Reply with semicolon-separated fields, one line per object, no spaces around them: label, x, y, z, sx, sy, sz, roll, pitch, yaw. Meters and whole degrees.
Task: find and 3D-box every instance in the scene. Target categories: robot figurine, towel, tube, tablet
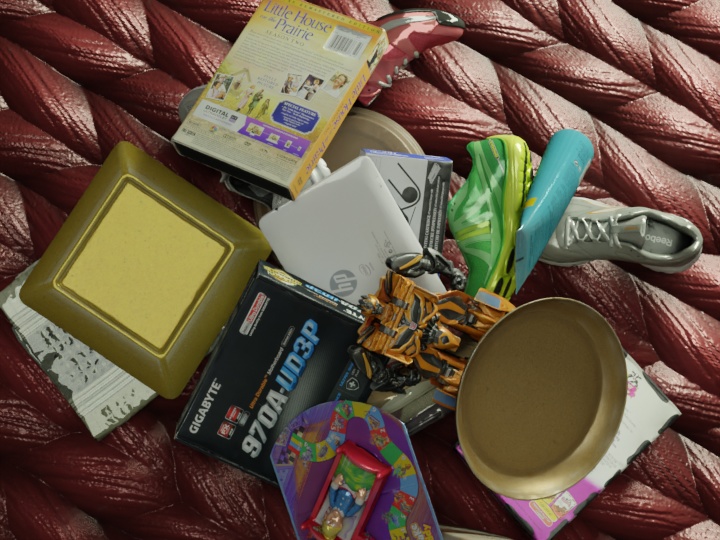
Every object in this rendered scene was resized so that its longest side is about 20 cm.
robot figurine;0.083;0.065;1.331;0.198;0.058;0.147;23;90;-31
towel;-0.256;0.045;1.444;0.199;0.035;0.193;-36;88;-7
tube;0.189;-0.068;1.396;0.050;0.078;0.201;8;41;22
tablet;0.000;0.000;1.374;0.129;0.014;0.201;-30;108;2

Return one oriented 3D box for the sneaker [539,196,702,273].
sneaker;0.260;-0.042;1.426;0.197;0.092;0.077;3;84;5

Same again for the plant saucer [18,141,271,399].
plant saucer;-0.220;-0.003;1.410;0.199;0.048;0.201;33;83;0

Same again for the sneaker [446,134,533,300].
sneaker;0.127;-0.040;1.423;0.083;0.074;0.203;8;84;24

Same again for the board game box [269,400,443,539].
board game box;-0.012;0.228;1.328;0.156;0.039;0.203;-18;91;27

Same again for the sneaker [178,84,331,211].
sneaker;-0.123;-0.124;1.407;0.199;0.075;0.082;34;53;28

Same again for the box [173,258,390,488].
box;-0.074;0.111;1.377;0.158;0.046;0.202;26;108;-10

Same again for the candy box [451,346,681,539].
candy box;0.211;0.166;1.420;0.200;0.061;0.137;-42;86;-5

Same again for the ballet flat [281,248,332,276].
ballet flat;-0.081;0.050;1.423;0.069;0.069;0.201;33;102;3

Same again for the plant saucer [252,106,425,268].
plant saucer;-0.016;-0.077;1.460;0.197;0.029;0.203;0;85;-1

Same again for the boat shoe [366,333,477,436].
boat shoe;0.098;0.115;1.424;0.198;0.072;0.066;-26;109;-16

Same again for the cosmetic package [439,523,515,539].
cosmetic package;0.120;0.300;1.324;0.102;0.199;0.089;13;83;-24

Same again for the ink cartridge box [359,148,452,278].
ink cartridge box;0.036;-0.019;1.416;0.093;0.044;0.203;5;99;-8

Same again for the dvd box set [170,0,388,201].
dvd box set;-0.080;-0.180;1.382;0.145;0.029;0.201;22;69;22

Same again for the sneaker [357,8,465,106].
sneaker;0.018;-0.221;1.463;0.197;0.074;0.088;-12;91;5

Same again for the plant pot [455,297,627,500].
plant pot;0.173;0.124;1.342;0.198;0.027;0.203;-5;102;-26
